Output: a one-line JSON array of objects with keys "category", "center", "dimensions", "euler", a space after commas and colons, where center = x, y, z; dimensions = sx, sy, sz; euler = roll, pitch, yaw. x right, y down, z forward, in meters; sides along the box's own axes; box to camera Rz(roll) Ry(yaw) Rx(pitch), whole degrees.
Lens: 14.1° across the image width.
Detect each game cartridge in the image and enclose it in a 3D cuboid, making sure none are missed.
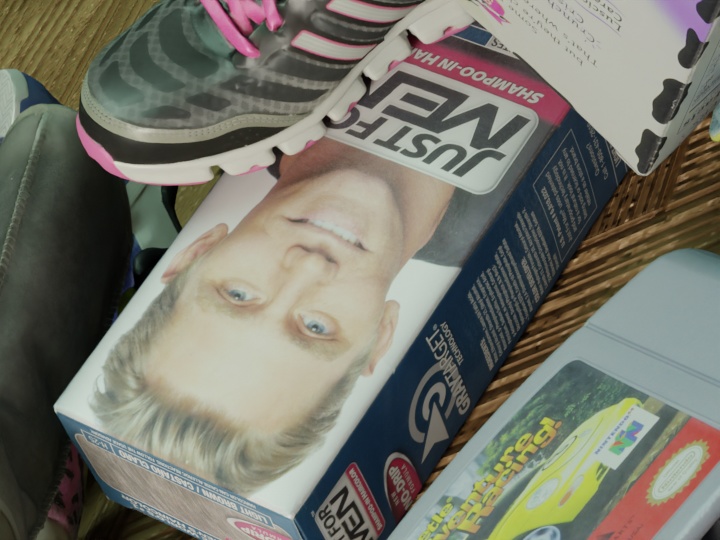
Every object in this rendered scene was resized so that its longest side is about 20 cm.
[{"category": "game cartridge", "center": [0.059, 0.080, 0.813], "dimensions": [0.200, 0.041, 0.133], "euler": [-49, 19, -7]}]

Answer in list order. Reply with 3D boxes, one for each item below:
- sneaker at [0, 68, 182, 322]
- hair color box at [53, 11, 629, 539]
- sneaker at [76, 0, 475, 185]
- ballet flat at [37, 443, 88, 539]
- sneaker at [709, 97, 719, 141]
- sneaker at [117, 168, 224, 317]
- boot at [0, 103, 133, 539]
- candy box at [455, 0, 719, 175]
[{"category": "sneaker", "center": [-0.110, 0.032, 1.126], "dimensions": [0.081, 0.115, 0.200], "euler": [-143, 68, -69]}, {"category": "hair color box", "center": [0.000, 0.000, 0.958], "dimensions": [0.100, 0.061, 0.200], "euler": [21, 65, 29]}, {"category": "sneaker", "center": [-0.011, -0.105, 0.943], "dimensions": [0.199, 0.088, 0.074], "euler": [-30, 51, -4]}, {"category": "ballet flat", "center": [-0.156, 0.138, 1.056], "dimensions": [0.200, 0.069, 0.071], "euler": [-50, 41, 0]}, {"category": "sneaker", "center": [0.145, -0.057, 0.780], "dimensions": [0.131, 0.080, 0.200], "euler": [-47, -14, 11]}, {"category": "sneaker", "center": [-0.005, -0.037, 1.051], "dimensions": [0.200, 0.083, 0.072], "euler": [-46, 23, -2]}, {"category": "boot", "center": [-0.123, 0.070, 0.991], "dimensions": [0.200, 0.072, 0.182], "euler": [-90, 9, -51]}, {"category": "candy box", "center": [0.055, -0.135, 0.802], "dimensions": [0.072, 0.168, 0.200], "euler": [-44, -10, -15]}]
